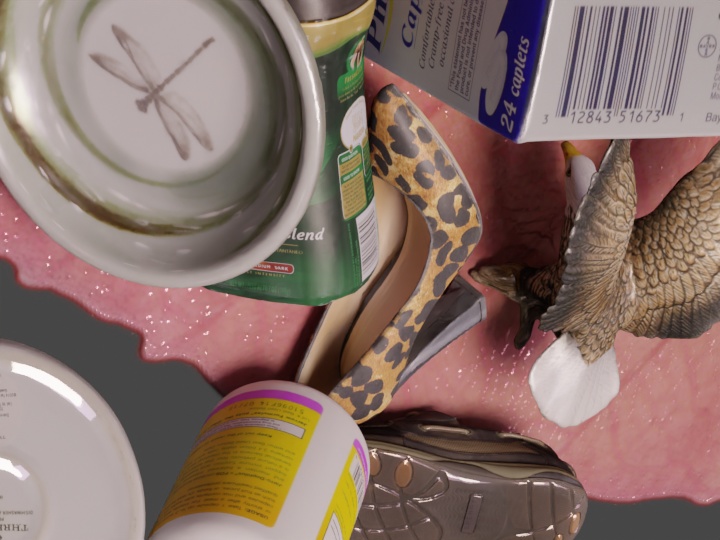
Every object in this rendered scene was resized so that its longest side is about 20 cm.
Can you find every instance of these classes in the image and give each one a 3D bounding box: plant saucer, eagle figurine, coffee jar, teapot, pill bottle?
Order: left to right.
[{"bbox_3d":[-0.221,0.132,1.060,0.200,0.146,0.198,46,59,-17],"label":"teapot"},{"bbox_3d":[-0.102,-0.092,1.024,0.050,0.199,0.201,-46,141,-56],"label":"plant saucer"},{"bbox_3d":[-0.063,0.153,1.117,0.104,0.200,0.105,6,120,11],"label":"pill bottle"},{"bbox_3d":[-0.044,-0.087,1.082,0.085,0.104,0.201,-49,142,-58],"label":"coffee jar"},{"bbox_3d":[0.154,-0.014,1.196,0.151,0.200,0.152,47,56,-10],"label":"eagle figurine"}]

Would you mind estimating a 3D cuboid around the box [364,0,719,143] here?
[{"bbox_3d":[0.114,-0.148,1.091,0.183,0.200,0.106,-3,113,-30],"label":"box"}]

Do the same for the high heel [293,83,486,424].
[{"bbox_3d":[0.000,0.000,1.169,0.142,0.071,0.201,-36,135,-20],"label":"high heel"}]

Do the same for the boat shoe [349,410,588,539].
[{"bbox_3d":[0.040,0.128,1.259,0.199,0.073,0.075,12,115,-14],"label":"boat shoe"}]
